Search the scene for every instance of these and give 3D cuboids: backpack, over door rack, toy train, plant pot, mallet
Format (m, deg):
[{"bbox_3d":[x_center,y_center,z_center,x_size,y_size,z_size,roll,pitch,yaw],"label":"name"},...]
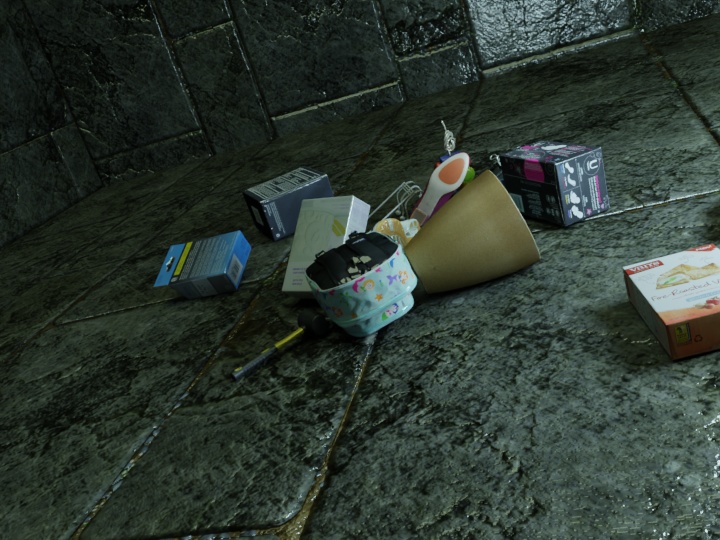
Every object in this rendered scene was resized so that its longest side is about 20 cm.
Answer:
[{"bbox_3d":[0.007,0.023,1.350,0.177,0.151,0.200,-29,12,-8],"label":"backpack"},{"bbox_3d":[0.063,-0.131,1.847,0.200,0.067,0.148,-32,15,3],"label":"over door rack"},{"bbox_3d":[0.223,-0.235,1.774,0.084,0.201,0.116,-21,24,-6],"label":"toy train"},{"bbox_3d":[0.182,-0.049,1.377,0.200,0.187,0.186,-29,19,4],"label":"plant pot"},{"bbox_3d":[-0.138,0.134,1.371,0.200,0.041,0.066,-37,23,-31],"label":"mallet"}]

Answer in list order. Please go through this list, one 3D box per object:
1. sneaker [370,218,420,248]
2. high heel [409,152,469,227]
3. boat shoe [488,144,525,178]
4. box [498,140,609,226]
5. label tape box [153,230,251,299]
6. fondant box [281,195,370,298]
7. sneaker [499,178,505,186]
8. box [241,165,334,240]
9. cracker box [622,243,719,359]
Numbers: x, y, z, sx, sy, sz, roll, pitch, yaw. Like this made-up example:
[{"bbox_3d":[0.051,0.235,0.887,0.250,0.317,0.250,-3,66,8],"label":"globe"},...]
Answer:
[{"bbox_3d":[0.057,-0.065,1.624,0.087,0.076,0.200,-11,-3,25],"label":"sneaker"},{"bbox_3d":[0.175,-0.179,1.732,0.200,0.067,0.096,-49,-5,13],"label":"high heel"},{"bbox_3d":[0.347,-0.250,1.889,0.199,0.068,0.073,-30,22,-29],"label":"boat shoe"},{"bbox_3d":[0.389,-0.180,1.571,0.114,0.133,0.200,-21,20,-16],"label":"box"},{"bbox_3d":[-0.373,-0.008,1.848,0.199,0.063,0.145,-11,42,22],"label":"label tape box"},{"bbox_3d":[-0.069,-0.044,1.561,0.144,0.201,0.058,-1,-17,41],"label":"fondant box"},{"bbox_3d":[0.254,-0.152,1.711,0.199,0.071,0.083,-27,27,-13],"label":"sneaker"},{"bbox_3d":[-0.192,-0.187,2.132,0.198,0.124,0.200,-25,22,-15],"label":"box"},{"bbox_3d":[0.450,0.037,1.051,0.133,0.058,0.200,-16,19,8],"label":"cracker box"}]
